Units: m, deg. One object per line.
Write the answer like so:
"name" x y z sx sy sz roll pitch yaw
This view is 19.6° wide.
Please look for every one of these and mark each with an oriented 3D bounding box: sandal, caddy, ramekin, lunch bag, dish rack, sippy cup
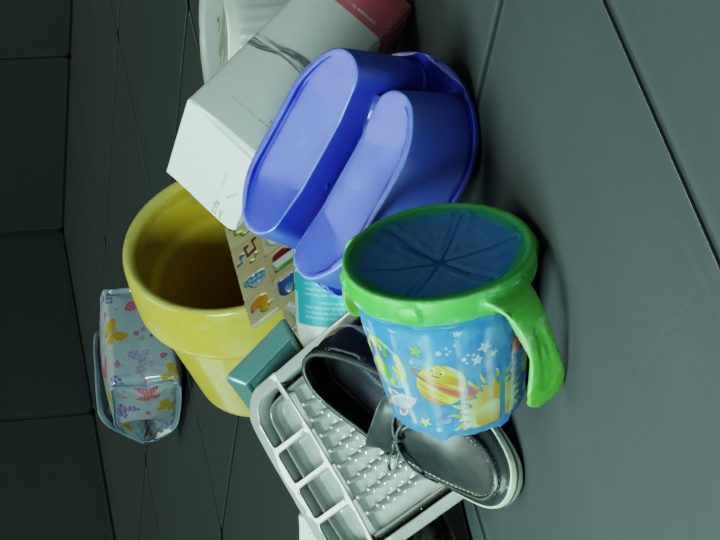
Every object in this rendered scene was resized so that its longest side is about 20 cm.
"sandal" 0.055 0.207 1.679 0.075 0.048 0.200 116 148 -63
"caddy" 0.005 -0.074 1.584 0.141 0.105 0.200 41 109 33
"ramekin" -0.102 -0.235 2.087 0.202 0.094 0.202 176 90 -76
"lunch bag" -0.325 0.142 3.042 0.200 0.127 0.170 98 165 -62
"dish rack" 0.012 0.127 1.643 0.200 0.044 0.172 -41 75 42
"sippy cup" 0.062 0.041 1.460 0.178 0.140 0.130 -100 1 -60

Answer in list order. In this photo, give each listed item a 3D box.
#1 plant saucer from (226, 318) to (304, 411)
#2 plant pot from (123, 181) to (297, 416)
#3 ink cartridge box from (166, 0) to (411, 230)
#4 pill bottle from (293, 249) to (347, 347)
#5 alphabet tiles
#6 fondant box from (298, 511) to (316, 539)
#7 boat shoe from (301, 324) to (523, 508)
"plant saucer" -0.050 0.119 1.772 0.019 0.070 0.200 36 165 35
"plant pot" -0.109 0.031 2.002 0.189 0.201 0.201 77 176 -46
"ink cartridge box" -0.061 -0.148 1.728 0.083 0.200 0.147 41 155 5
"pill bottle" 0.000 0.000 1.709 0.111 0.111 0.200 -151 59 -74
"alphabet tiles" -0.045 -0.039 1.856 0.006 0.166 0.200 39 -158 -40
"fondant box" -0.015 0.287 1.870 0.144 0.058 0.200 -59 -31 -73
"boat shoe" 0.035 0.113 1.547 0.200 0.062 0.075 38 124 25
